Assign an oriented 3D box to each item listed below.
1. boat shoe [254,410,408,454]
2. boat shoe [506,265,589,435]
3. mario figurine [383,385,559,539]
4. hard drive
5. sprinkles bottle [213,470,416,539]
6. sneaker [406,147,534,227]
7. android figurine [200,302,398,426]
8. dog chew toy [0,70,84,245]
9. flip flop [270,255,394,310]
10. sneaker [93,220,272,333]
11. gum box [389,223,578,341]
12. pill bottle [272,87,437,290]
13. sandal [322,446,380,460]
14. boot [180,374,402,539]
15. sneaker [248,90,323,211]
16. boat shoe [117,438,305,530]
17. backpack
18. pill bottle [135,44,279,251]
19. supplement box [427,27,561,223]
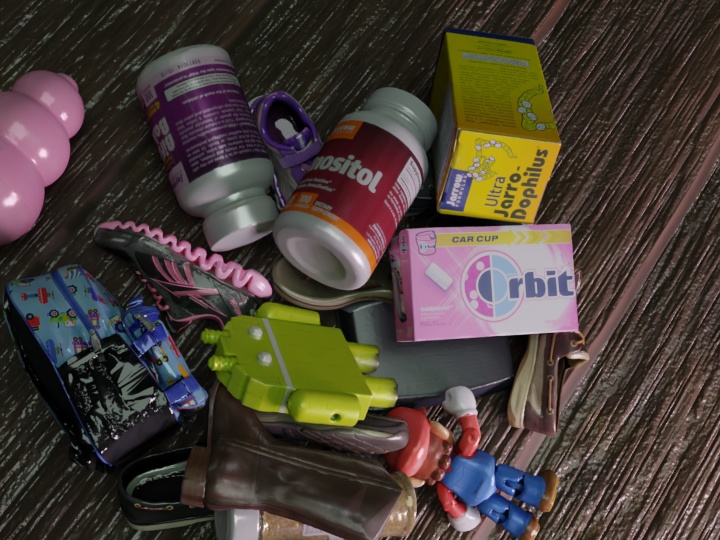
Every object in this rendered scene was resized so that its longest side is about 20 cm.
[{"bbox_3d":[-0.044,0.142,0.985,0.197,0.075,0.074,9,68,8],"label":"boat shoe"},{"bbox_3d":[0.229,0.090,1.077,0.071,0.072,0.202,14,76,27],"label":"boat shoe"},{"bbox_3d":[0.114,0.208,1.030,0.198,0.106,0.124,29,67,5],"label":"mario figurine"},{"bbox_3d":[0.078,0.085,1.066,0.197,0.042,0.137,-6,80,-16],"label":"hard drive"},{"bbox_3d":[-0.043,0.239,0.935,0.197,0.068,0.069,2,78,-24],"label":"sprinkles bottle"},{"bbox_3d":[0.117,-0.056,1.080,0.145,0.077,0.205,-13,73,-28],"label":"sneaker"},{"bbox_3d":[-0.063,0.094,0.944,0.198,0.183,0.041,12,116,-23],"label":"android figurine"},{"bbox_3d":[-0.357,-0.123,0.959,0.124,0.125,0.201,33,64,-6],"label":"dog chew toy"},{"bbox_3d":[0.000,0.000,1.032,0.197,0.058,0.082,3,44,-3],"label":"flip flop"},{"bbox_3d":[-0.197,0.015,0.999,0.198,0.079,0.096,24,85,-7],"label":"sneaker"},{"bbox_3d":[0.126,0.014,1.001,0.197,0.066,0.115,-3,86,-15],"label":"gum box"},{"bbox_3d":[0.001,-0.090,0.981,0.112,0.113,0.201,33,65,-6],"label":"pill bottle"},{"bbox_3d":[-0.051,0.249,1.006,0.200,0.043,0.076,-44,99,-28],"label":"sandal"},{"bbox_3d":[-0.055,0.171,0.903,0.197,0.065,0.188,9,41,1],"label":"boot"},{"bbox_3d":[-0.064,-0.117,1.046,0.080,0.088,0.202,-31,89,-19],"label":"sneaker"},{"bbox_3d":[-0.146,0.210,0.955,0.199,0.064,0.074,-11,48,-11],"label":"boat shoe"},{"bbox_3d":[-0.253,0.081,0.911,0.134,0.183,0.201,-32,83,-14],"label":"backpack"},{"bbox_3d":[-0.158,-0.128,1.008,0.111,0.112,0.202,-20,82,-17],"label":"pill bottle"},{"bbox_3d":[0.139,-0.161,1.023,0.108,0.110,0.202,6,44,-6],"label":"supplement box"}]
